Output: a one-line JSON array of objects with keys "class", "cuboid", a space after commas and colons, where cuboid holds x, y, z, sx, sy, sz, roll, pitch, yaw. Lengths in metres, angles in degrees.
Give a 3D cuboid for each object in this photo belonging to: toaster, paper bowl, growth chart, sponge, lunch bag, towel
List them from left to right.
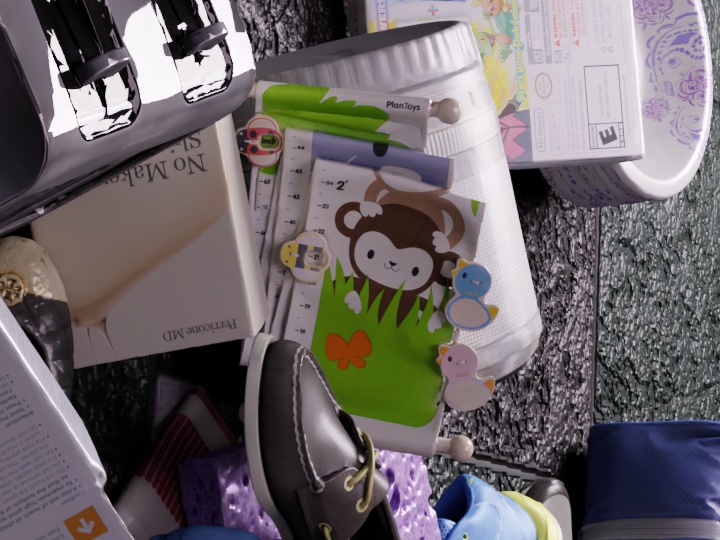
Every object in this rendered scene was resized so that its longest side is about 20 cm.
[{"class": "toaster", "cuboid": [-0.165, -0.078, 0.832, 0.120, 0.199, 0.181, 64, 27, -2]}, {"class": "towel", "cuboid": [-0.098, 0.181, 1.045, 0.145, 0.023, 0.201, 60, 39, -28]}, {"class": "sponge", "cuboid": [-0.023, 0.142, 1.118, 0.199, 0.030, 0.113, -12, 92, -56]}, {"class": "growth chart", "cuboid": [0.000, 0.000, 1.022, 0.018, 0.143, 0.202, -64, 154, -75]}, {"class": "paper bowl", "cuboid": [0.162, -0.145, 1.397, 0.200, 0.103, 0.203, 11, 77, -55]}, {"class": "lunch bag", "cuboid": [0.245, 0.201, 1.444, 0.200, 0.135, 0.134, 36, 57, -49]}]

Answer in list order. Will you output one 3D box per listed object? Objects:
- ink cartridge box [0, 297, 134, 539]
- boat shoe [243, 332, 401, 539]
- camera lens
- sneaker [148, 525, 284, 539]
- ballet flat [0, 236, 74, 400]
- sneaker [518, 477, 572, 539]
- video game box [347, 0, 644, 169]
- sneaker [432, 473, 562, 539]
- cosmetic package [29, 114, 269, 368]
[{"class": "ink cartridge box", "cuboid": [-0.209, 0.082, 0.763, 0.201, 0.198, 0.041, 63, 0, -28]}, {"class": "boat shoe", "cuboid": [-0.014, 0.110, 1.008, 0.072, 0.060, 0.202, -72, 157, -44]}, {"class": "camera lens", "cuboid": [0.009, -0.025, 1.107, 0.160, 0.159, 0.202, -28, 108, -53]}, {"class": "sneaker", "cuboid": [-0.075, 0.224, 1.007, 0.066, 0.078, 0.202, -47, 137, -69]}, {"class": "ballet flat", "cuboid": [-0.172, 0.079, 0.903, 0.057, 0.066, 0.202, 95, 4, -74]}, {"class": "sneaker", "cuboid": [0.130, 0.239, 1.321, 0.074, 0.079, 0.202, 20, 68, -51]}, {"class": "video game box", "cuboid": [0.082, -0.162, 1.250, 0.180, 0.047, 0.202, -4, 89, -19]}, {"class": "sneaker", "cuboid": [0.054, 0.217, 1.236, 0.105, 0.075, 0.201, 39, 53, -23]}, {"class": "cosmetic package", "cuboid": [-0.114, -0.062, 0.969, 0.073, 0.102, 0.202, -69, 148, -83]}]
